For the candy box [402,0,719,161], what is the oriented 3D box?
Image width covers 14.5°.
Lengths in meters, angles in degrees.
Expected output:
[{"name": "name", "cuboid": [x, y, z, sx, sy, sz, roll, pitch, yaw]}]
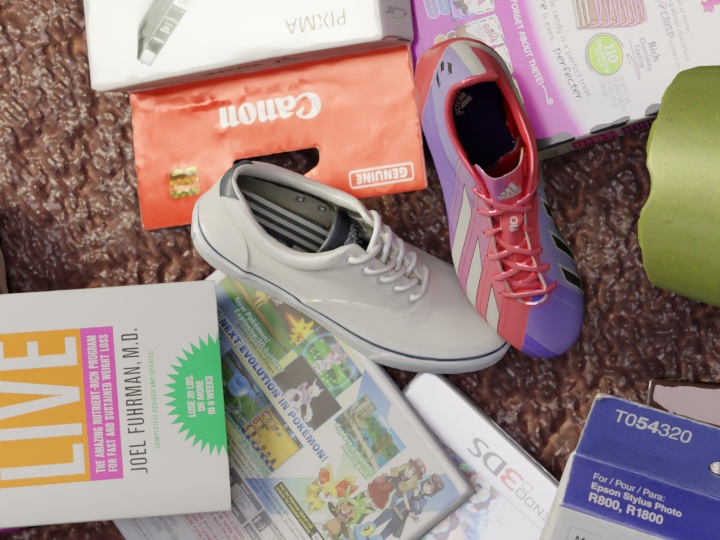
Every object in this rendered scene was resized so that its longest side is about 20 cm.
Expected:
[{"name": "candy box", "cuboid": [0.126, -0.142, 1.620, 0.199, 0.061, 0.137, -16, 85, 9]}]

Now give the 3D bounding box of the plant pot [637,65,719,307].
[{"name": "plant pot", "cuboid": [0.255, -0.038, 1.512, 0.189, 0.200, 0.201, 10, 90, 21]}]

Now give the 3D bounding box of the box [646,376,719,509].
[{"name": "box", "cuboid": [0.258, 0.103, 1.572, 0.199, 0.100, 0.075, 4, 88, 8]}]

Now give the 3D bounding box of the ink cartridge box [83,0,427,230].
[{"name": "ink cartridge box", "cuboid": [-0.064, -0.121, 1.629, 0.199, 0.044, 0.174, -8, 86, 28]}]

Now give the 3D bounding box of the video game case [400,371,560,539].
[{"name": "video game case", "cuboid": [0.040, 0.188, 1.641, 0.182, 0.024, 0.200, 42, 95, 8]}]

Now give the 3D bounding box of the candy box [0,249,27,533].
[{"name": "candy box", "cuboid": [-0.272, 0.064, 1.668, 0.136, 0.061, 0.201, -10, 87, 7]}]

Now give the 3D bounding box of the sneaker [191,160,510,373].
[{"name": "sneaker", "cuboid": [0.000, 0.000, 1.606, 0.199, 0.071, 0.073, 21, 63, -8]}]

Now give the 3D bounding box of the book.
[{"name": "book", "cuboid": [-0.178, 0.079, 1.607, 0.199, 0.048, 0.134, -4, 87, -12]}]

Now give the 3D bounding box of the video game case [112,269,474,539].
[{"name": "video game case", "cuboid": [-0.062, 0.107, 1.646, 0.182, 0.022, 0.200, -39, 74, 7]}]

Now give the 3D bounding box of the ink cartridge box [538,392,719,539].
[{"name": "ink cartridge box", "cuboid": [0.191, 0.178, 1.541, 0.196, 0.043, 0.200, 17, 129, 1]}]

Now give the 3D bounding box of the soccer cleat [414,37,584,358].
[{"name": "soccer cleat", "cuboid": [0.079, -0.034, 1.560, 0.066, 0.076, 0.201, -20, 110, -5]}]
